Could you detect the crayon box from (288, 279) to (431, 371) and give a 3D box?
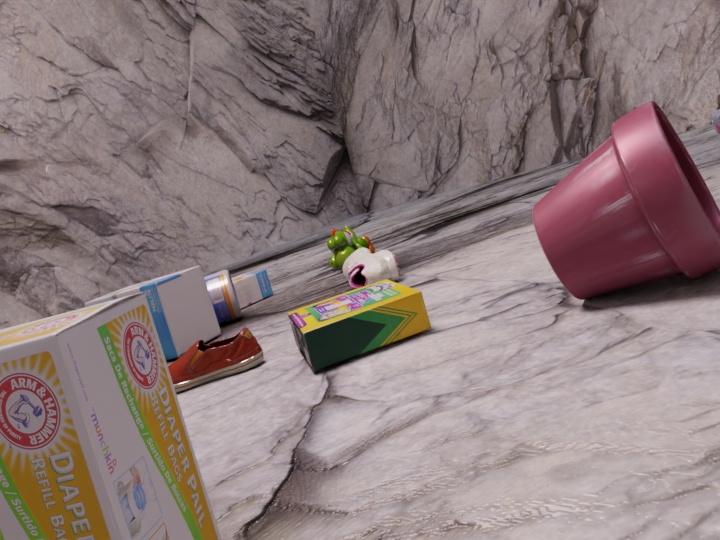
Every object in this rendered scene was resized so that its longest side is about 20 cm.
[{"bbox_3d":[-0.008,0.072,1.069,0.168,0.060,0.200,-18,8,-10],"label":"crayon box"}]

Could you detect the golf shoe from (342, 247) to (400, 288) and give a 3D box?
[{"bbox_3d":[0.000,0.000,1.536,0.090,0.077,0.199,-24,8,-26],"label":"golf shoe"}]

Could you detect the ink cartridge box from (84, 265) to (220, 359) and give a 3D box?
[{"bbox_3d":[-0.412,0.097,1.487,0.195,0.150,0.146,-14,7,26],"label":"ink cartridge box"}]

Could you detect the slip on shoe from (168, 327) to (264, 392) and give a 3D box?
[{"bbox_3d":[-0.245,0.138,1.135,0.195,0.063,0.074,-19,9,2],"label":"slip on shoe"}]

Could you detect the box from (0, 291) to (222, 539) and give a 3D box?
[{"bbox_3d":[-0.162,0.130,0.429,0.109,0.206,0.101,-15,7,12],"label":"box"}]

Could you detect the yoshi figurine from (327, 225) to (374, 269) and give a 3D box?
[{"bbox_3d":[-0.030,-0.044,1.954,0.110,0.115,0.199,29,8,18],"label":"yoshi figurine"}]

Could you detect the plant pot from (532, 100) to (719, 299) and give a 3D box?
[{"bbox_3d":[0.307,-0.064,0.871,0.177,0.204,0.199,-30,0,30],"label":"plant pot"}]

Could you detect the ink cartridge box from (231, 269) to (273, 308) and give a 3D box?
[{"bbox_3d":[-0.327,0.064,1.844,0.113,0.070,0.198,-11,10,43],"label":"ink cartridge box"}]

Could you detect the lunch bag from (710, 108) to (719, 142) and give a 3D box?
[{"bbox_3d":[0.958,-0.365,1.755,0.196,0.130,0.170,-26,4,8],"label":"lunch bag"}]

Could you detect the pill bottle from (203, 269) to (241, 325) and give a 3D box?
[{"bbox_3d":[-0.369,0.081,1.646,0.195,0.115,0.112,-19,7,-7],"label":"pill bottle"}]
